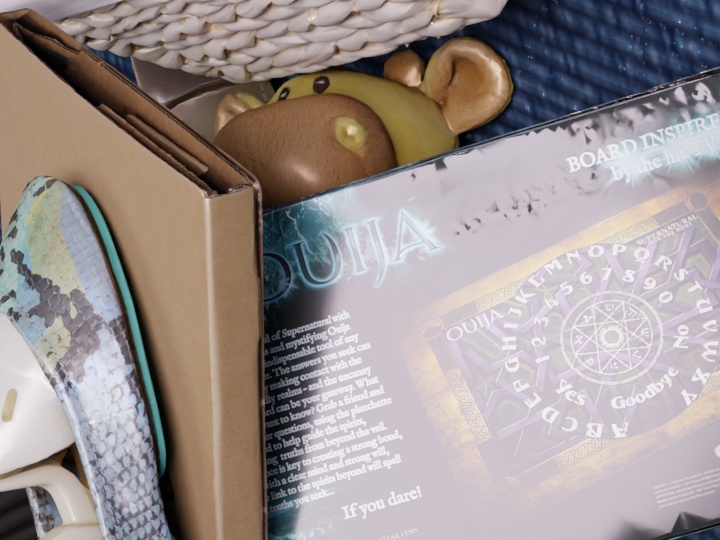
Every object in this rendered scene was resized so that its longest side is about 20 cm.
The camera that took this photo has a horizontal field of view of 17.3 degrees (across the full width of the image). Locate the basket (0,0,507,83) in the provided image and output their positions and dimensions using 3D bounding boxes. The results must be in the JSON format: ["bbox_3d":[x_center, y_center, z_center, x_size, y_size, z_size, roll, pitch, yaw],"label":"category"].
[{"bbox_3d":[-0.036,-0.143,0.802,0.200,0.123,0.136,-7,69,60],"label":"basket"}]

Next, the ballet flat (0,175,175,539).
[{"bbox_3d":[-0.087,0.073,0.692,0.074,0.074,0.200,-22,84,59],"label":"ballet flat"}]

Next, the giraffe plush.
[{"bbox_3d":[0.000,0.000,0.853,0.200,0.172,0.162,29,-125,-85],"label":"giraffe plush"}]

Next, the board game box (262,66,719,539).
[{"bbox_3d":[0.049,0.026,0.728,0.028,0.200,0.135,17,-123,-81],"label":"board game box"}]

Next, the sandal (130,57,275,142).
[{"bbox_3d":[-0.051,-0.021,0.997,0.070,0.078,0.212,68,-170,-83],"label":"sandal"}]

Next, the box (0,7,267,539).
[{"bbox_3d":[-0.075,0.035,0.749,0.163,0.021,0.200,37,135,51],"label":"box"}]

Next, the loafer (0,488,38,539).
[{"bbox_3d":[-0.135,0.109,0.792,0.071,0.073,0.200,35,133,49],"label":"loafer"}]
